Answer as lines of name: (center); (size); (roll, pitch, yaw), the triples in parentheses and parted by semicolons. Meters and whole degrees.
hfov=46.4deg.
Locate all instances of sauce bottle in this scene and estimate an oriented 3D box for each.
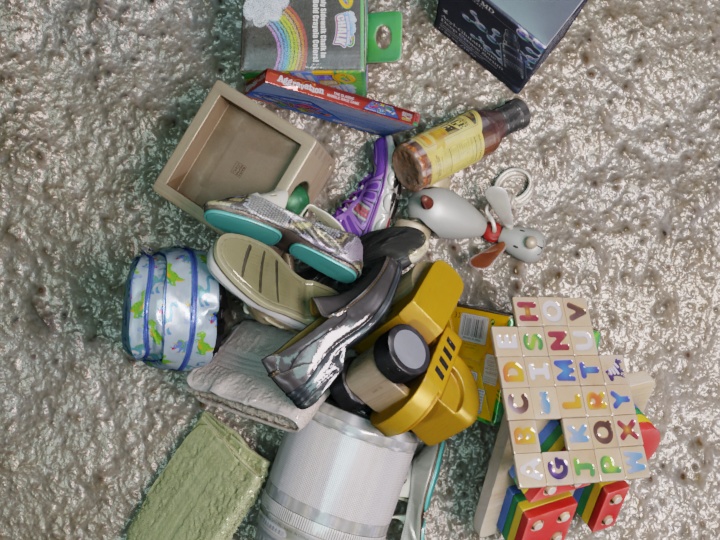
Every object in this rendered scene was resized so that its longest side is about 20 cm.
sauce bottle: (0.130, -0.163, 1.052); (0.198, 0.066, 0.067); (-29, 87, -29)

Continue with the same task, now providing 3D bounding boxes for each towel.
towel: (-0.111, 0.120, 1.009); (0.197, 0.133, 0.035); (9, 131, 35)
towel: (-0.203, 0.292, 1.048); (0.147, 0.036, 0.202); (30, 86, 40)

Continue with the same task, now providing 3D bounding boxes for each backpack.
backpack: (-0.220, 0.046, 0.993); (0.152, 0.199, 0.166); (10, 88, -34)

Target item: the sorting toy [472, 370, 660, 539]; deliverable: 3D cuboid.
sorting toy: (0.246, 0.230, 0.968); (0.197, 0.070, 0.202); (-9, 127, -23)

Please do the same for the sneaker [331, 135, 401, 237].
sneaker: (0.002, -0.078, 1.075); (0.082, 0.081, 0.204); (16, 88, 8)

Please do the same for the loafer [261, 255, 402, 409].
loafer: (-0.027, 0.053, 0.925); (0.072, 0.073, 0.201); (42, 67, -9)

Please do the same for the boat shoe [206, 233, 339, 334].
boat shoe: (-0.104, 0.029, 0.960); (0.068, 0.199, 0.076); (-23, 47, 36)

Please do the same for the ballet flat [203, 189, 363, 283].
ballet flat: (-0.083, -0.052, 0.963); (0.198, 0.072, 0.073); (24, 87, -19)

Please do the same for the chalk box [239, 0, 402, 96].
chalk box: (-0.046, -0.292, 1.064); (0.196, 0.124, 0.127); (1, 86, 0)

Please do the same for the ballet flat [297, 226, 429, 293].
ballet flat: (0.000, 0.000, 1.032); (0.198, 0.067, 0.057); (-24, 130, 25)

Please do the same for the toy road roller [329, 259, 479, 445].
toy road roller: (0.069, 0.103, 0.957); (0.146, 0.123, 0.201); (42, 44, -11)

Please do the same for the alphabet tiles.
alphabet tiles: (0.222, 0.125, 0.901); (0.164, 0.008, 0.204); (1, 68, -22)

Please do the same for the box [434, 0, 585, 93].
box: (0.182, -0.324, 1.021); (0.148, 0.200, 0.108); (39, 88, 3)

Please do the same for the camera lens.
camera lens: (-0.029, 0.251, 1.015); (0.157, 0.160, 0.203); (20, 88, 2)

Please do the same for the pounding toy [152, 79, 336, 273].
pounding toy: (-0.128, -0.092, 1.062); (0.198, 0.142, 0.186); (32, 89, 14)

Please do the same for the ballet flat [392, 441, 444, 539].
ballet flat: (0.061, 0.302, 1.059); (0.062, 0.067, 0.204); (10, 87, 9)

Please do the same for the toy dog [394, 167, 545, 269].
toy dog: (0.138, -0.066, 1.060); (0.196, 0.096, 0.135); (-3, 87, 1)

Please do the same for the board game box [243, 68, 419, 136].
board game box: (-0.036, -0.203, 1.033); (0.197, 0.103, 0.020); (12, 86, -22)

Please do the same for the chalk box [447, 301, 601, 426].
chalk box: (0.200, 0.118, 1.016); (0.197, 0.124, 0.126); (12, 89, -34)
